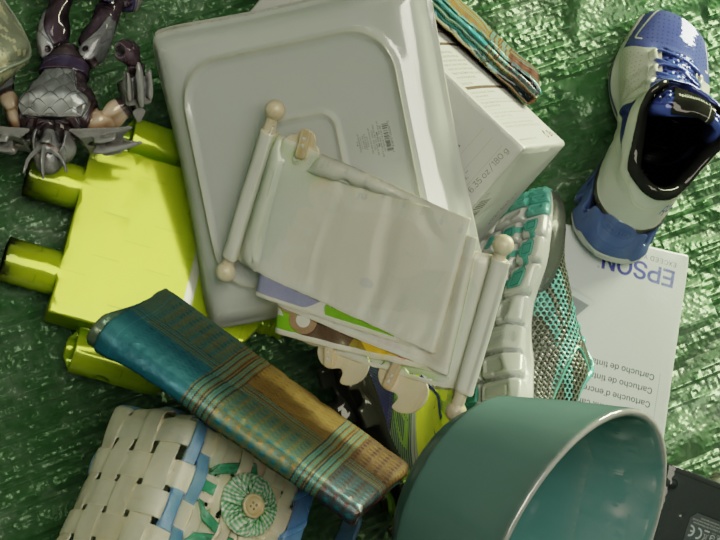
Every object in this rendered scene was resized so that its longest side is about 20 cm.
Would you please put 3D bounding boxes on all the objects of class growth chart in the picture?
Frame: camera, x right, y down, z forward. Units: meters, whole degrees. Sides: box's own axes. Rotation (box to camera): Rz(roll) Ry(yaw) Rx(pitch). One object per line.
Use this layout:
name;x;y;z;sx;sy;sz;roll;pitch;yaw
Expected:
growth chart;0.000;0.000;1.597;0.199;0.018;0.145;29;111;13

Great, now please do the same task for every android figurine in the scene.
android figurine;-0.137;-0.009;1.698;0.199;0.041;0.183;15;73;-11

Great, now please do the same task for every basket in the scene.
basket;-0.093;0.189;1.627;0.200;0.139;0.177;38;66;-43

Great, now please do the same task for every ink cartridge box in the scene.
ink cartridge box;0.122;0.063;1.763;0.198;0.041;0.201;14;75;-14

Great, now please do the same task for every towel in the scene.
towel;-0.068;0.084;1.581;0.200;0.147;0.022;35;103;8
towel;0.050;-0.194;1.749;0.200;0.147;0.022;43;100;-5

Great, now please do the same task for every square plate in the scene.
square plate;-0.032;-0.073;1.623;0.197;0.028;0.201;-10;95;23

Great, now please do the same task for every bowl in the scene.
bowl;0.093;0.159;1.580;0.105;0.201;0.201;25;66;31

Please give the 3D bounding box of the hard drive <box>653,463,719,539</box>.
hard drive;0.220;0.243;1.701;0.139;0.033;0.201;22;83;-29

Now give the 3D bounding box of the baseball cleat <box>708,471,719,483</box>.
baseball cleat;0.210;0.226;1.740;0.200;0.070;0.107;-35;96;-17

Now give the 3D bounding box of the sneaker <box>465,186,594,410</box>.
sneaker;0.119;0.044;1.716;0.091;0.077;0.201;23;67;-35

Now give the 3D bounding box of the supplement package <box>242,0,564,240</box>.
supplement package;0.015;-0.107;1.682;0.200;0.120;0.121;44;106;10

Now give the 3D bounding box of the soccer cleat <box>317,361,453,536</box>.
soccer cleat;0.044;0.120;1.690;0.084;0.065;0.201;-34;110;-26

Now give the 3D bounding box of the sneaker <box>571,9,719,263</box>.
sneaker;0.220;-0.108;1.775;0.080;0.115;0.200;27;56;-10

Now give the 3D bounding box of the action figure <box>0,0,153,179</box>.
action figure;-0.194;-0.147;1.684;0.129;0.069;0.201;7;62;4

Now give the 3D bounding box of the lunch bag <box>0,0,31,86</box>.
lunch bag;-0.336;-0.157;1.611;0.167;0.139;0.200;-36;93;24
